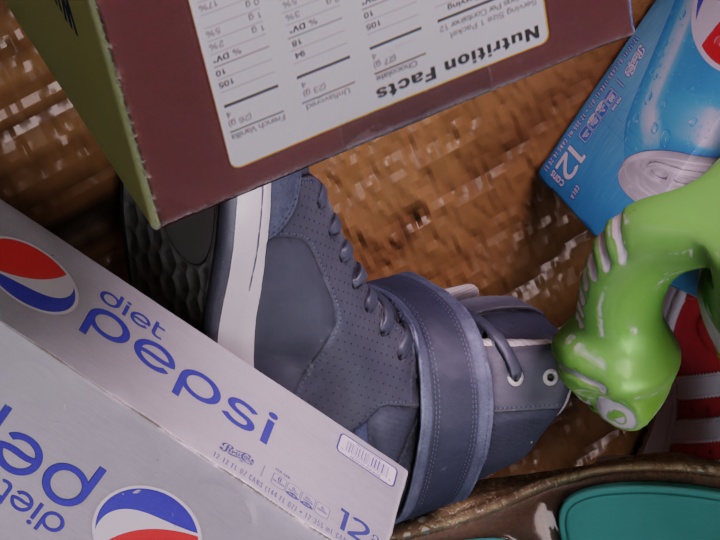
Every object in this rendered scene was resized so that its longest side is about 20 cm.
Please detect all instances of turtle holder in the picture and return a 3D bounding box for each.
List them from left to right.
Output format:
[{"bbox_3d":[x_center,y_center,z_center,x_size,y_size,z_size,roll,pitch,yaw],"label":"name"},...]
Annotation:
[{"bbox_3d":[0.168,0.016,0.832,0.185,0.141,0.132,-22,130,-15],"label":"turtle holder"}]

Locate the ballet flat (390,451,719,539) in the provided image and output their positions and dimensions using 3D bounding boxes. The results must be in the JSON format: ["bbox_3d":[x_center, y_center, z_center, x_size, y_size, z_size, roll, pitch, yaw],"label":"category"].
[{"bbox_3d":[0.071,0.093,0.932,0.200,0.065,0.071,-6,116,9],"label":"ballet flat"}]

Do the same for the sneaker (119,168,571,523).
[{"bbox_3d":[-0.001,0.000,0.862,0.146,0.077,0.203,-13,121,-26],"label":"sneaker"}]

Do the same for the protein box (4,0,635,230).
[{"bbox_3d":[-0.044,-0.159,0.648,0.135,0.199,0.200,-22,129,-12],"label":"protein box"}]

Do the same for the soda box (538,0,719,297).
[{"bbox_3d":[0.151,-0.087,0.887,0.068,0.064,0.200,22,108,-37],"label":"soda box"}]

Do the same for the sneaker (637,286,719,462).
[{"bbox_3d":[0.154,0.070,0.963,0.071,0.112,0.200,-6,124,-25],"label":"sneaker"}]

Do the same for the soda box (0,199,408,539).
[{"bbox_3d":[-0.088,0.044,0.786,0.200,0.063,0.068,34,116,-7],"label":"soda box"}]
